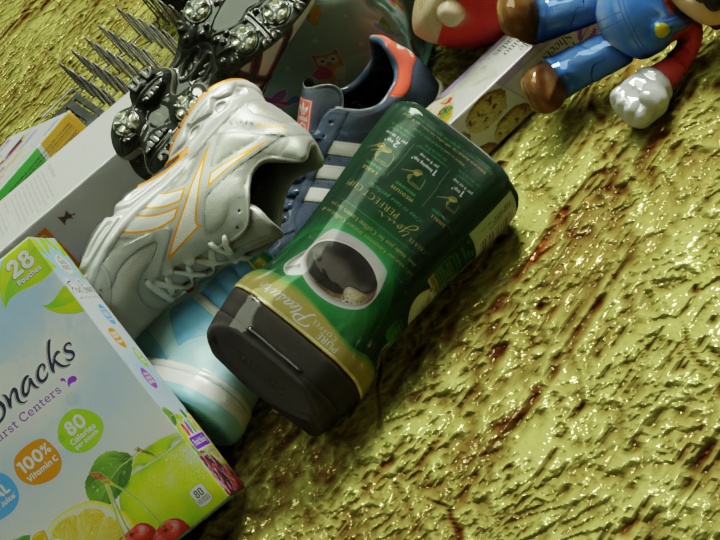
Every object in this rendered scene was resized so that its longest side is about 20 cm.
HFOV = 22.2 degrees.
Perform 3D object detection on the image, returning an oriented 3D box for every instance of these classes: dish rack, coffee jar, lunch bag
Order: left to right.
[{"bbox_3d":[-0.204,-0.182,1.611,0.200,0.055,0.153,-46,32,-8],"label":"dish rack"},{"bbox_3d":[-0.026,-0.217,1.402,0.170,0.122,0.201,-15,39,26],"label":"lunch bag"},{"bbox_3d":[0.000,0.000,1.132,0.104,0.085,0.200,39,77,12],"label":"coffee jar"}]

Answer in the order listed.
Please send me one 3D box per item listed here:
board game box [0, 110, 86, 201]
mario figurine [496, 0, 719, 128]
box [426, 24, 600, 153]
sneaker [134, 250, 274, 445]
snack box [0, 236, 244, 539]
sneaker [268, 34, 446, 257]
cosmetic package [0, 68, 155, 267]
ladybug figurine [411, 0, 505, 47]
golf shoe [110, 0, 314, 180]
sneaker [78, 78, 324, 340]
[{"bbox_3d":[-0.299,-0.054,1.517,0.153,0.040,0.200,-51,17,-16],"label":"board game box"},{"bbox_3d":[0.180,-0.170,1.136,0.199,0.124,0.106,-22,33,26],"label":"mario figurine"},{"bbox_3d":[0.081,-0.109,1.238,0.200,0.041,0.039,-43,32,-4],"label":"box"},{"bbox_3d":[-0.119,0.037,1.240,0.199,0.080,0.131,16,64,42],"label":"sneaker"},{"bbox_3d":[-0.198,0.108,1.123,0.168,0.200,0.068,-39,-5,4],"label":"snack box"},{"bbox_3d":[-0.030,-0.082,1.279,0.200,0.085,0.075,-48,33,-11],"label":"sneaker"},{"bbox_3d":[-0.191,-0.044,1.388,0.200,0.101,0.071,-41,33,2],"label":"cosmetic package"},{"bbox_3d":[0.099,-0.221,1.298,0.136,0.072,0.200,-54,4,46],"label":"ladybug figurine"},{"bbox_3d":[-0.094,-0.145,1.292,0.077,0.088,0.200,38,87,24],"label":"golf shoe"},{"bbox_3d":[-0.102,-0.024,1.172,0.092,0.076,0.200,32,86,25],"label":"sneaker"}]
